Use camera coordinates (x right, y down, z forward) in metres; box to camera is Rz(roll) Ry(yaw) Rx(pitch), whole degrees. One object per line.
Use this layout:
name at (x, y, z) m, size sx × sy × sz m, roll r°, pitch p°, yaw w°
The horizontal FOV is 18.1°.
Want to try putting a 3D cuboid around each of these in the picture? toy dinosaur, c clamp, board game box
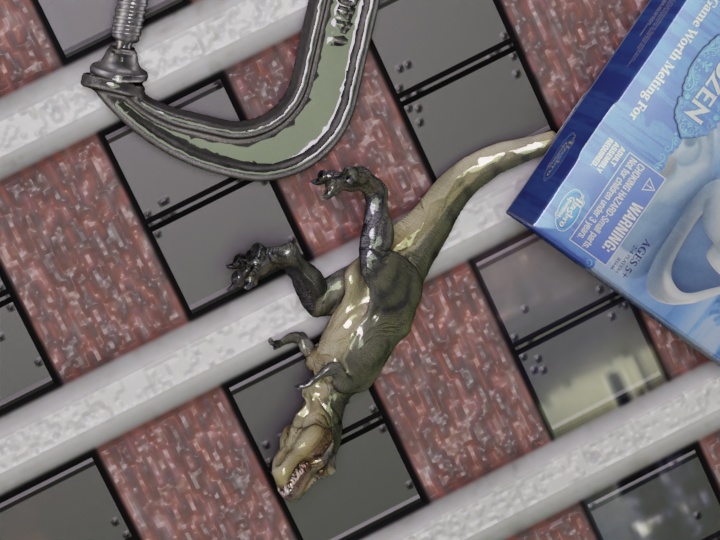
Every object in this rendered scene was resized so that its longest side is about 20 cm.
toy dinosaur at (0.000, 0.000, 0.986) m, size 0.088 × 0.047 × 0.200 m, roll 35°, pitch 90°, yaw -29°
c clamp at (-0.068, -0.142, 0.968) m, size 0.170 × 0.027 × 0.201 m, roll 6°, pitch 96°, yaw -14°
board game box at (0.201, -0.051, 1.000) m, size 0.199 × 0.043 × 0.201 m, roll 34°, pitch 92°, yaw -18°
